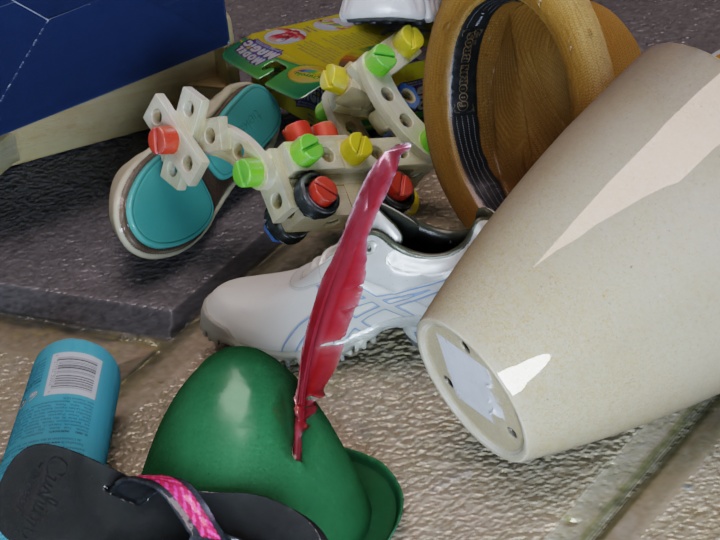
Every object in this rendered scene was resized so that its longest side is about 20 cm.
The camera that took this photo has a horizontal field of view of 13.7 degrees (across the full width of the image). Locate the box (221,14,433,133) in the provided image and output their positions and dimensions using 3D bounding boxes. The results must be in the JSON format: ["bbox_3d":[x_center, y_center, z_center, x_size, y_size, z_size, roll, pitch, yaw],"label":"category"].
[{"bbox_3d":[0.016,-0.139,2.024,0.200,0.048,0.117,-13,26,-29],"label":"box"}]

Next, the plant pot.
[{"bbox_3d":[0.134,0.009,1.606,0.200,0.187,0.187,-35,35,-18],"label":"plant pot"}]

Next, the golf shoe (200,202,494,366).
[{"bbox_3d":[0.000,0.000,1.724,0.200,0.097,0.078,-3,29,15],"label":"golf shoe"}]

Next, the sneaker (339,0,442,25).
[{"bbox_3d":[0.026,-0.205,1.989,0.075,0.081,0.200,-1,6,3],"label":"sneaker"}]

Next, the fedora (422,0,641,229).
[{"bbox_3d":[0.117,-0.099,1.790,0.082,0.201,0.201,-8,23,-34],"label":"fedora"}]

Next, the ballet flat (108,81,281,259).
[{"bbox_3d":[-0.118,-0.058,1.920,0.069,0.070,0.200,7,29,27],"label":"ballet flat"}]

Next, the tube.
[{"bbox_3d":[-0.167,0.111,1.613,0.077,0.050,0.200,-17,29,15],"label":"tube"}]

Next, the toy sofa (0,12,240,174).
[{"bbox_3d":[-0.186,-0.132,2.050,0.200,0.083,0.098,-16,29,-14],"label":"toy sofa"}]

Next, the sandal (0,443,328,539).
[{"bbox_3d":[-0.107,0.133,1.488,0.200,0.045,0.075,14,79,28],"label":"sandal"}]

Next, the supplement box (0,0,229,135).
[{"bbox_3d":[-0.227,-0.206,1.967,0.200,0.134,0.200,-24,35,-26],"label":"supplement box"}]

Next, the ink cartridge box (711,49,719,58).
[{"bbox_3d":[0.242,-0.076,1.862,0.200,0.043,0.196,-25,30,-31],"label":"ink cartridge box"}]

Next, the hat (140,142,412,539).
[{"bbox_3d":[-0.067,0.057,1.538,0.165,0.176,0.200,1,28,18],"label":"hat"}]

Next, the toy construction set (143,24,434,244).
[{"bbox_3d":[-0.030,-0.082,1.857,0.200,0.092,0.131,-11,70,-28],"label":"toy construction set"}]
